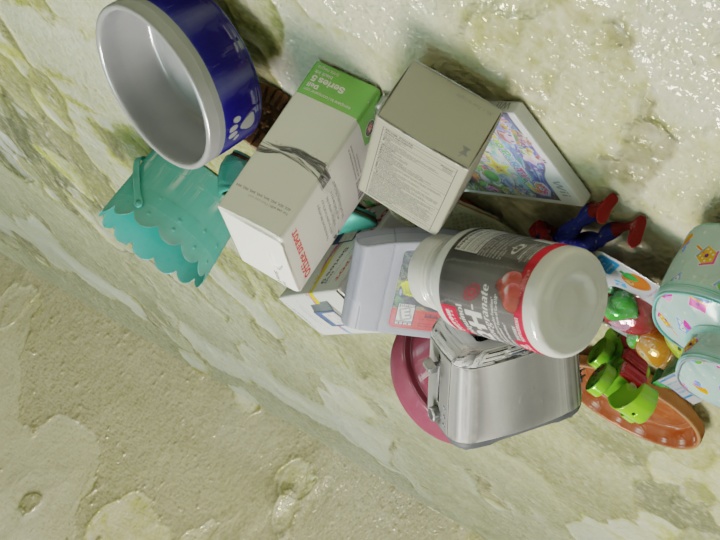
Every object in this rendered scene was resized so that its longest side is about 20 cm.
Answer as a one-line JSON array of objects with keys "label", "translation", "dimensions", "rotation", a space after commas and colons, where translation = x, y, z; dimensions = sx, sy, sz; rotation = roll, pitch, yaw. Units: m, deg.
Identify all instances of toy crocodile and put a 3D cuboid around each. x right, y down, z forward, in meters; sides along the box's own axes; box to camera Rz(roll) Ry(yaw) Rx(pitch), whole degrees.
[{"label": "toy crocodile", "translation": [0.302, 0.115, 1.399], "dimensions": [0.067, 0.062, 0.200], "rotation": [37, -158, -3]}]

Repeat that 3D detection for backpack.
[{"label": "backpack", "translation": [0.358, 0.052, 1.092], "dimensions": [0.200, 0.153, 0.176], "rotation": [34, 170, 20]}]

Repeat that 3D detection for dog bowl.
[{"label": "dog bowl", "translation": [-0.201, -0.216, 1.352], "dimensions": [0.200, 0.079, 0.200], "rotation": [37, 147, 29]}]

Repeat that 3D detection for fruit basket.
[{"label": "fruit basket", "translation": [0.304, 0.059, 1.271], "dimensions": [0.200, 0.094, 0.185], "rotation": [26, 165, 1]}]

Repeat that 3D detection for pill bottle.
[{"label": "pill bottle", "translation": [0.143, 0.016, 1.249], "dimensions": [0.200, 0.111, 0.111], "rotation": [15, 156, 50]}]

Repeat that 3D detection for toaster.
[{"label": "toaster", "translation": [0.166, 0.104, 1.358], "dimensions": [0.114, 0.200, 0.129], "rotation": [-124, 23, -55]}]

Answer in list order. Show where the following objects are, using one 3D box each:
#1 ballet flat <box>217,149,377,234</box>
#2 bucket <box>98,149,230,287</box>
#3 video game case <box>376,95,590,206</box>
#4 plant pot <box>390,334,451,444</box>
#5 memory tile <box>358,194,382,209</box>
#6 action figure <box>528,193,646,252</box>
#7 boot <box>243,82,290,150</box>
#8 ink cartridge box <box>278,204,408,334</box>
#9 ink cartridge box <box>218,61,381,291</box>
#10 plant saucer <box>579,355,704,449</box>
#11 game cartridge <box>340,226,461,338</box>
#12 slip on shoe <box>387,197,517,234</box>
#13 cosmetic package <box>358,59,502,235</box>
[{"label": "ballet flat", "translation": [-0.081, -0.074, 1.462], "dimensions": [0.200, 0.070, 0.067], "rotation": [24, 174, 2]}, {"label": "bucket", "translation": [-0.288, -0.085, 1.892], "dimensions": [0.207, 0.135, 0.207], "rotation": [29, 162, 11]}, {"label": "video game case", "translation": [0.122, -0.123, 1.247], "dimensions": [0.200, 0.018, 0.143], "rotation": [12, 153, 49]}, {"label": "plant pot", "translation": [0.158, 0.101, 1.542], "dimensions": [0.200, 0.200, 0.179], "rotation": [34, 148, -3]}, {"label": "memory tile", "translation": [0.039, -0.051, 1.603], "dimensions": [0.153, 0.017, 0.200], "rotation": [22, 161, 32]}, {"label": "action figure", "translation": [0.220, -0.033, 1.278], "dimensions": [0.065, 0.052, 0.200], "rotation": [31, 166, -11]}, {"label": "boot", "translation": [-0.087, -0.150, 1.467], "dimensions": [0.200, 0.075, 0.107], "rotation": [34, 168, -8]}, {"label": "ink cartridge box", "translation": [0.000, 0.000, 1.535], "dimensions": [0.087, 0.145, 0.200], "rotation": [41, 163, -18]}, {"label": "ink cartridge box", "translation": [-0.056, -0.099, 1.322], "dimensions": [0.084, 0.200, 0.146], "rotation": [28, 162, 17]}, {"label": "plant saucer", "translation": [0.359, 0.169, 1.609], "dimensions": [0.200, 0.032, 0.200], "rotation": [30, 164, 10]}, {"label": "game cartridge", "translation": [0.085, 0.015, 1.388], "dimensions": [0.200, 0.041, 0.133], "rotation": [6, 120, -7]}, {"label": "slip on shoe", "translation": [0.113, -0.053, 1.400], "dimensions": [0.200, 0.074, 0.061], "rotation": [31, -157, -19]}, {"label": "cosmetic package", "translation": [0.064, -0.116, 1.215], "dimensions": [0.103, 0.073, 0.200], "rotation": [32, 163, 3]}]
